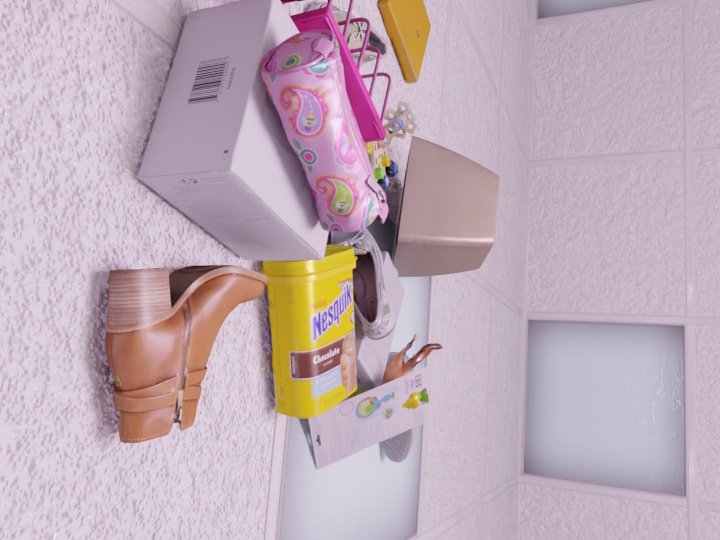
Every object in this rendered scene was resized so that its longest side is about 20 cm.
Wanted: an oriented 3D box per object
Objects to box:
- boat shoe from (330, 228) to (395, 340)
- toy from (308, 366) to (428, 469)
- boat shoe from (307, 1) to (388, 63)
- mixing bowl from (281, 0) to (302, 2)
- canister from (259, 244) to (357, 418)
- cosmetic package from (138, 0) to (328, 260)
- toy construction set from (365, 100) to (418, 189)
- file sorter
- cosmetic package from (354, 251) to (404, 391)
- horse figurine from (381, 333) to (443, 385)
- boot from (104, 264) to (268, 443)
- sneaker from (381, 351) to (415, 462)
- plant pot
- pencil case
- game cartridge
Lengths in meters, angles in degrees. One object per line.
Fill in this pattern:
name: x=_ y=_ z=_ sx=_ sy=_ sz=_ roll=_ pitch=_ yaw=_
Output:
boat shoe: x=-0.001 y=0.001 z=0.928 sx=0.065 sy=0.072 sz=0.207 roll=56 pitch=17 yaw=-64
toy: x=0.012 y=0.217 z=0.953 sx=0.047 sy=0.195 sz=0.118 roll=-128 pitch=-153 yaw=-54
boat shoe: x=-0.016 y=-0.374 z=0.973 sx=0.199 sy=0.060 sz=0.074 roll=-15 pitch=104 yaw=-64
mixing bowl: x=-0.070 y=-0.370 z=0.668 sx=0.109 sy=0.196 sz=0.205 roll=46 pitch=48 yaw=-42
canister: x=-0.063 y=0.077 z=0.839 sx=0.147 sy=0.084 sz=0.207 roll=-19 pitch=109 yaw=-59
cosmetic package: x=-0.113 y=-0.144 z=0.684 sx=0.200 sy=0.120 sz=0.205 roll=44 pitch=51 yaw=-56
toy construction set: x=0.025 y=-0.209 z=1.049 sx=0.200 sy=0.090 sz=0.135 roll=-41 pitch=128 yaw=-46
file sorter: x=-0.053 y=-0.278 z=0.805 sx=0.201 sy=0.135 sz=0.129 roll=56 pitch=38 yaw=-51
cosmetic package: x=0.005 y=0.080 z=1.006 sx=0.114 sy=0.079 sz=0.204 roll=63 pitch=34 yaw=-46
horse figurine: x=0.051 y=0.183 z=1.045 sx=0.050 sy=0.200 sz=0.133 roll=44 pitch=30 yaw=0
boot: x=-0.165 y=0.076 z=0.621 sx=0.199 sy=0.075 sz=0.161 roll=-5 pitch=93 yaw=-63
sneaker: x=0.083 y=0.260 z=1.192 sx=0.081 sy=0.072 sz=0.207 roll=8 pitch=84 yaw=-62
plant pot: x=0.159 y=-0.101 z=1.157 sx=0.201 sy=0.171 sz=0.206 roll=91 pitch=8 yaw=-70
pencil case: x=-0.031 y=-0.132 z=0.626 sx=0.089 sy=0.085 sz=0.203 roll=-66 pitch=146 yaw=-42
game cartridge: x=0.091 y=-0.522 z=1.260 sx=0.201 sy=0.032 sz=0.180 roll=56 pitch=41 yaw=-49
